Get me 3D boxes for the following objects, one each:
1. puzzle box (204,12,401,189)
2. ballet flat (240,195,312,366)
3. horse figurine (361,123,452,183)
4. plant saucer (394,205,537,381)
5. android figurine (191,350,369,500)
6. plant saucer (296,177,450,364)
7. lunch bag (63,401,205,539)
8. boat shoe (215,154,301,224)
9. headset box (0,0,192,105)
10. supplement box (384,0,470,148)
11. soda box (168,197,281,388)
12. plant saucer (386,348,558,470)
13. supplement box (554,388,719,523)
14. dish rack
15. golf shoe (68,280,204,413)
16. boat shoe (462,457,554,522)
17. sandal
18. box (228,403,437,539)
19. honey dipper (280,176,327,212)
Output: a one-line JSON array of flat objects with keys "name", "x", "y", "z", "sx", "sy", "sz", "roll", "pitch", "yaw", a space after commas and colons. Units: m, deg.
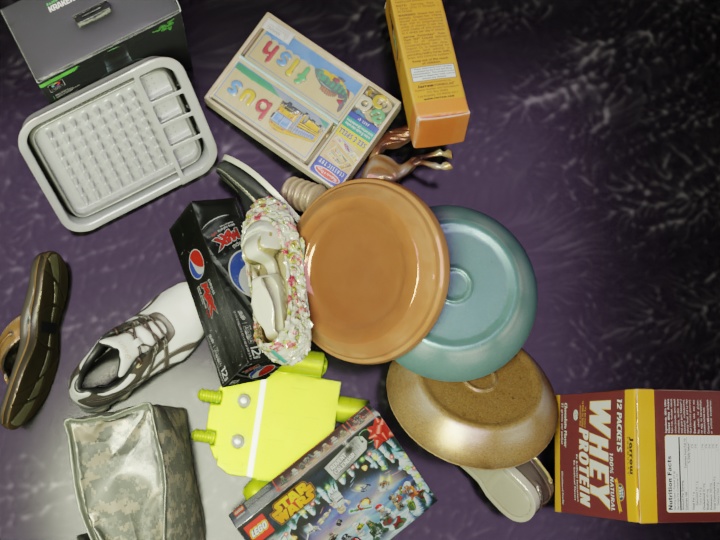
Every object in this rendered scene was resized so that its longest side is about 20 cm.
[{"name": "puzzle box", "x": -0.068, "y": -0.196, "z": 1.463, "sx": 0.199, "sy": 0.025, "sz": 0.134, "roll": 34, "pitch": 81, "yaw": 8}, {"name": "ballet flat", "x": -0.095, "y": 0.004, "z": 1.331, "sx": 0.075, "sy": 0.064, "sz": 0.202, "roll": -26, "pitch": 64, "yaw": 24}, {"name": "horse figurine", "x": 0.045, "y": -0.085, "z": 1.442, "sx": 0.131, "sy": 0.050, "sz": 0.202, "roll": -4, "pitch": 67, "yaw": 6}, {"name": "plant saucer", "x": 0.101, "y": 0.019, "z": 1.367, "sx": 0.197, "sy": 0.036, "sz": 0.203, "roll": 1, "pitch": 74, "yaw": -4}, {"name": "android figurine", "x": -0.092, "y": 0.178, "z": 1.416, "sx": 0.197, "sy": 0.041, "sz": 0.185, "roll": 11, "pitch": 82, "yaw": -5}, {"name": "plant saucer", "x": 0.000, "y": 0.000, "z": 1.340, "sx": 0.198, "sy": 0.037, "sz": 0.203, "roll": -1, "pitch": 88, "yaw": 28}, {"name": "lunch bag", "x": -0.234, "y": 0.250, "z": 1.327, "sx": 0.116, "sy": 0.164, "sz": 0.203, "roll": -13, "pitch": 82, "yaw": 3}, {"name": "boat shoe", "x": -0.102, "y": -0.048, "z": 1.429, "sx": 0.067, "sy": 0.072, "sz": 0.200, "roll": -41, "pitch": 90, "yaw": -9}, {"name": "headset box", "x": -0.286, "y": -0.259, "z": 1.378, "sx": 0.173, "sy": 0.200, "sz": 0.094, "roll": -28, "pitch": 84, "yaw": -8}, {"name": "supplement box", "x": 0.075, "y": -0.246, "z": 1.446, "sx": 0.068, "sy": 0.067, "sz": 0.202, "roll": -9, "pitch": 66, "yaw": -7}, {"name": "soda box", "x": -0.146, "y": 0.022, "z": 1.387, "sx": 0.063, "sy": 0.071, "sz": 0.202, "roll": -7, "pitch": 67, "yaw": -38}, {"name": "plant saucer", "x": 0.129, "y": 0.129, "z": 1.384, "sx": 0.197, "sy": 0.036, "sz": 0.202, "roll": 7, "pitch": 45, "yaw": -7}, {"name": "supplement box", "x": 0.340, "y": 0.200, "z": 1.351, "sx": 0.197, "sy": 0.197, "sz": 0.135, "roll": 3, "pitch": 82, "yaw": -16}, {"name": "dish rack", "x": -0.274, "y": -0.148, "z": 1.401, "sx": 0.198, "sy": 0.173, "sz": 0.044, "roll": -28, "pitch": 47, "yaw": -8}, {"name": "golf shoe", "x": -0.241, "y": 0.084, "z": 1.390, "sx": 0.200, "sy": 0.095, "sz": 0.078, "roll": -44, "pitch": 86, "yaw": -10}, {"name": "boat shoe", "x": 0.141, "y": 0.193, "z": 1.422, "sx": 0.200, "sy": 0.072, "sz": 0.059, "roll": 48, "pitch": 42, "yaw": 15}, {"name": "sandal", "x": -0.376, "y": 0.076, "z": 1.390, "sx": 0.054, "sy": 0.082, "sz": 0.203, "roll": 5, "pitch": 83, "yaw": 13}, {"name": "box", "x": -0.028, "y": 0.263, "z": 1.382, "sx": 0.199, "sy": 0.040, "sz": 0.138, "roll": -38, "pitch": 113, "yaw": -8}, {"name": "honey dipper", "x": -0.007, "y": -0.066, "z": 1.399, "sx": 0.199, "sy": 0.038, "sz": 0.038, "roll": 19, "pitch": 79, "yaw": 37}]
